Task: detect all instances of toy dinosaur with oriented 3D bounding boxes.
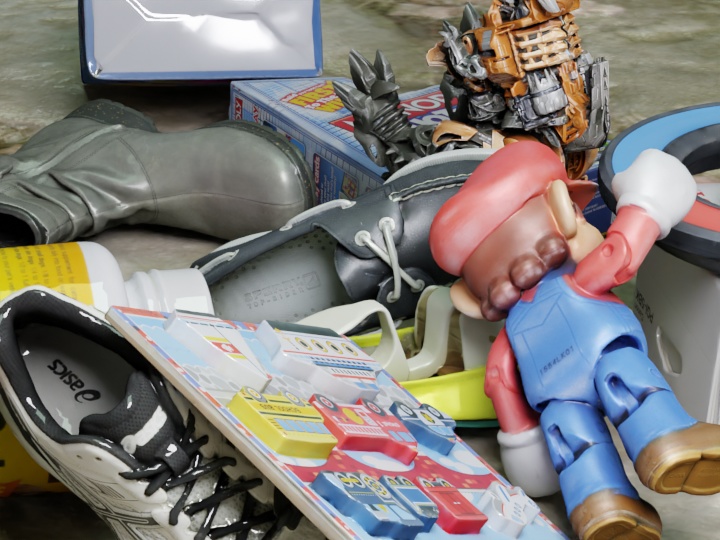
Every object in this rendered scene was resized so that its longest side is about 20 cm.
[{"bbox_3d":[0.067,-0.070,1.376,0.102,0.200,0.136,1,16,-46],"label":"toy dinosaur"}]

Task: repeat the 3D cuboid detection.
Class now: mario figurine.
[{"bbox_3d":[0.107,0.027,1.258,0.123,0.106,0.200,-22,57,-2],"label":"mario figurine"}]

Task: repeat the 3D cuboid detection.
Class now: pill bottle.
[{"bbox_3d":[-0.165,0.045,1.237,0.200,0.109,0.109,-5,24,-13],"label":"pill bottle"}]

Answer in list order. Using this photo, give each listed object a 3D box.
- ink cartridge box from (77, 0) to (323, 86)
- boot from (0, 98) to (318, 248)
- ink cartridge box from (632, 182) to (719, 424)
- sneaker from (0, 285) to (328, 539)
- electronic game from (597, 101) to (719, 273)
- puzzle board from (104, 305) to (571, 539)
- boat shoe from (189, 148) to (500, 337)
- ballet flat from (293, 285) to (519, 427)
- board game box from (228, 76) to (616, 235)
[{"bbox_3d":[-0.099,-0.148,1.692,0.136,0.077,0.200,-1,4,-7],"label":"ink cartridge box"},{"bbox_3d":[-0.130,-0.034,1.503,0.200,0.068,0.131,13,29,40],"label":"boot"},{"bbox_3d":[0.247,0.017,1.381,0.200,0.083,0.147,-2,24,-10],"label":"ink cartridge box"},{"bbox_3d":[-0.078,0.083,1.121,0.200,0.088,0.076,37,77,16],"label":"sneaker"},{"bbox_3d":[0.213,-0.042,1.356,0.200,0.042,0.200,1,24,0],"label":"electronic game"},{"bbox_3d":[-0.001,0.066,1.160,0.151,0.017,0.200,43,14,24],"label":"puzzle board"},{"bbox_3d":[0.000,0.000,1.354,0.200,0.076,0.060,-24,9,23],"label":"boat shoe"},{"bbox_3d":[0.021,0.043,1.320,0.200,0.067,0.067,-9,26,-26],"label":"ballet flat"},{"bbox_3d":[0.032,-0.063,1.575,0.200,0.062,0.200,24,31,39],"label":"board game box"}]
